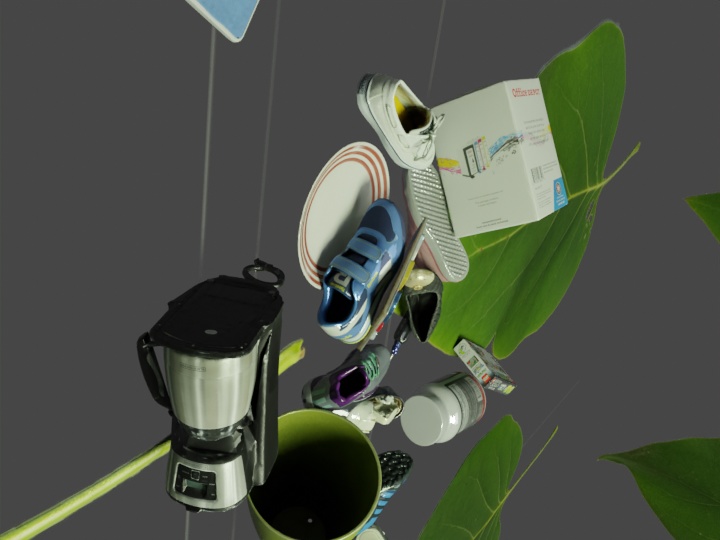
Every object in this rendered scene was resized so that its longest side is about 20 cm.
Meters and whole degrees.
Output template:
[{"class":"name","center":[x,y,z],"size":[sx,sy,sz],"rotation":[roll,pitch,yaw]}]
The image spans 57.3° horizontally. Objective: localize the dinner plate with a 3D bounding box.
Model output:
[{"class":"dinner plate","center":[-0.024,-0.073,0.887],"size":[0.199,0.024,0.205],"rotation":[-36,136,-44]}]

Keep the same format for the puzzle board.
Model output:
[{"class":"puzzle board","center":[0.047,0.028,0.960],"size":[0.153,0.017,0.201],"rotation":[-64,-179,-23]}]

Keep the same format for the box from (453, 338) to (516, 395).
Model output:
[{"class":"box","center":[0.283,0.220,1.485],"size":[0.035,0.111,0.199],"rotation":[-43,151,10]}]

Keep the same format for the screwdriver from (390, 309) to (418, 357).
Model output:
[{"class":"screwdriver","center":[0.052,0.163,1.155],"size":[0.028,0.028,0.205],"rotation":[34,78,-77]}]

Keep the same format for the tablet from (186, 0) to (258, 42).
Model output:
[{"class":"tablet","center":[-0.109,-0.330,0.596],"size":[0.130,0.013,0.204],"rotation":[28,85,-60]}]

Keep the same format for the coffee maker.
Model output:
[{"class":"coffee maker","center":[-0.137,0.124,0.719],"size":[0.191,0.132,0.205],"rotation":[-28,132,-49]}]

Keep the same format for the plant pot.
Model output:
[{"class":"plant pot","center":[-0.077,0.333,0.930],"size":[0.186,0.185,0.203],"rotation":[-39,154,-39]}]

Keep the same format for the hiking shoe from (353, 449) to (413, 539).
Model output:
[{"class":"hiking shoe","center":[0.022,0.419,1.240],"size":[0.198,0.074,0.088],"rotation":[-33,144,-31]}]

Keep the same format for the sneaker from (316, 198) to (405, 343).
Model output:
[{"class":"sneaker","center":[0.000,0.000,0.881],"size":[0.082,0.073,0.205],"rotation":[15,95,-57]}]

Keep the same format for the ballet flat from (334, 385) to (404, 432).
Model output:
[{"class":"ballet flat","center":[0.010,0.228,1.077],"size":[0.198,0.072,0.075],"rotation":[4,105,-55]}]

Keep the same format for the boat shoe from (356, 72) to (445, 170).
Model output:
[{"class":"boat shoe","center":[0.076,-0.197,0.896],"size":[0.202,0.084,0.076],"rotation":[43,67,-53]}]

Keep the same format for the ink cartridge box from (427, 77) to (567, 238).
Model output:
[{"class":"ink cartridge box","center":[0.211,-0.174,1.018],"size":[0.146,0.142,0.206],"rotation":[-21,98,-52]}]

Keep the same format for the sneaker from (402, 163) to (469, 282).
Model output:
[{"class":"sneaker","center":[0.094,-0.073,1.047],"size":[0.075,0.104,0.204],"rotation":[-32,107,-32]}]

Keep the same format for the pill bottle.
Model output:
[{"class":"pill bottle","center":[0.167,0.278,1.330],"size":[0.198,0.114,0.119],"rotation":[-5,114,-56]}]

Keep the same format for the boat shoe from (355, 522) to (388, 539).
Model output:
[{"class":"boat shoe","center":[0.030,0.573,1.363],"size":[0.069,0.070,0.203],"rotation":[-89,166,-50]}]

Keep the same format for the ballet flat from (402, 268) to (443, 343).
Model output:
[{"class":"ballet flat","center":[0.103,0.054,1.063],"size":[0.201,0.064,0.058],"rotation":[69,24,-59]}]

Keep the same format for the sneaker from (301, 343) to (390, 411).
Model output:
[{"class":"sneaker","center":[0.003,0.163,0.998],"size":[0.198,0.086,0.076],"rotation":[-28,94,-48]}]
